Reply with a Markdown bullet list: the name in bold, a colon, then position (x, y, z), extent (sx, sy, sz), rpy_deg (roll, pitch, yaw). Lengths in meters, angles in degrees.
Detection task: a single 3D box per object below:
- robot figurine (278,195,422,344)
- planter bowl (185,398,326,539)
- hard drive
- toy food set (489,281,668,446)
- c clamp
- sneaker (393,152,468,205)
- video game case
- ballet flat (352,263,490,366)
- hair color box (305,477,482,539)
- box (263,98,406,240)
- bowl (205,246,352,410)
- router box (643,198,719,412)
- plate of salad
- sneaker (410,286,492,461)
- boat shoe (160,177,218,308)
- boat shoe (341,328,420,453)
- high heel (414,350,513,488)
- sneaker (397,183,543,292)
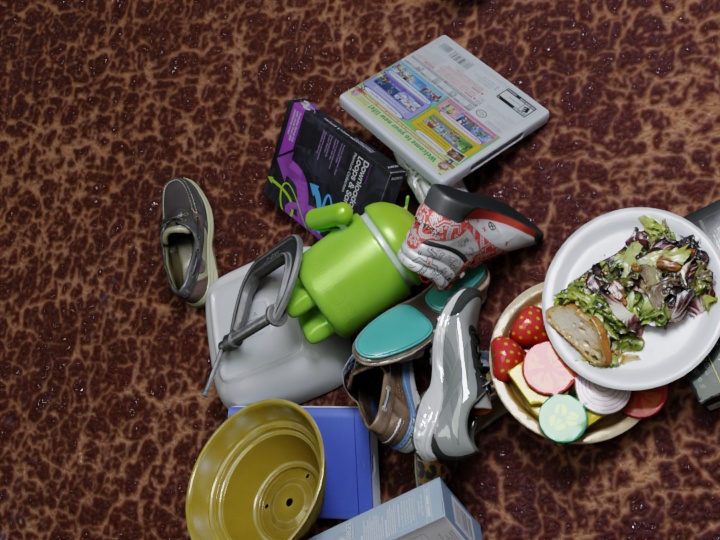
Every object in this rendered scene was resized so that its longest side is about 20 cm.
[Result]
- **robot figurine**: position (0.000, 0.000, 1.339), extent (0.199, 0.176, 0.116), rpy_deg (-36, 22, 1)
- **planter bowl**: position (-0.103, 0.260, 1.310), extent (0.198, 0.083, 0.203), rpy_deg (-19, 52, 27)
- **hard drive**: position (-0.071, 0.234, 1.373), extent (0.197, 0.025, 0.134), rpy_deg (-3, 90, 27)
- **toy food set**: position (0.241, 0.094, 1.231), extent (0.199, 0.049, 0.199), rpy_deg (-32, 66, -8)
- **c clamp**: position (-0.123, 0.049, 1.348), extent (0.200, 0.027, 0.173), rpy_deg (-37, 35, 51)
- **sneaker**: position (0.094, -0.110, 1.382), extent (0.074, 0.087, 0.201), rpy_deg (-40, 59, 12)
- **video game case**: position (0.103, -0.201, 1.394), extent (0.181, 0.022, 0.200), rpy_deg (-33, 57, -22)
- **ballet flat**: position (0.077, 0.064, 1.313), extent (0.199, 0.068, 0.068), rpy_deg (-33, 56, -17)
- **hair color box**: position (0.031, 0.321, 1.259), extent (0.198, 0.099, 0.061), rpy_deg (-29, 32, 16)
- **box**: position (-0.038, -0.113, 1.444), extent (0.199, 0.036, 0.144), rpy_deg (37, 122, 31)
- **bowl**: position (-0.119, 0.073, 1.443), extent (0.198, 0.074, 0.202), rpy_deg (-21, 65, 22)
- **router box**: position (0.396, 0.028, 1.191), extent (0.149, 0.062, 0.202), rpy_deg (-27, 63, 19)
- **plate of salad**: position (0.286, 0.025, 1.181), extent (0.197, 0.048, 0.203), rpy_deg (-9, 68, 22)
- **sneaker**: position (0.115, 0.116, 1.240), extent (0.078, 0.074, 0.203), rpy_deg (3, 69, 23)
- **boat shoe**: position (-0.244, -0.048, 1.551), extent (0.073, 0.065, 0.202), rpy_deg (-28, 62, 19)
- **boat shoe**: position (0.020, 0.125, 1.314), extent (0.073, 0.072, 0.201), rpy_deg (-54, 30, 18)
- **high heel**: position (0.139, 0.187, 1.274), extent (0.141, 0.071, 0.203), rpy_deg (5, 75, 26)
- **sneaker**: position (0.123, -0.029, 1.290), extent (0.067, 0.200, 0.109), rpy_deg (42, 110, 37)
